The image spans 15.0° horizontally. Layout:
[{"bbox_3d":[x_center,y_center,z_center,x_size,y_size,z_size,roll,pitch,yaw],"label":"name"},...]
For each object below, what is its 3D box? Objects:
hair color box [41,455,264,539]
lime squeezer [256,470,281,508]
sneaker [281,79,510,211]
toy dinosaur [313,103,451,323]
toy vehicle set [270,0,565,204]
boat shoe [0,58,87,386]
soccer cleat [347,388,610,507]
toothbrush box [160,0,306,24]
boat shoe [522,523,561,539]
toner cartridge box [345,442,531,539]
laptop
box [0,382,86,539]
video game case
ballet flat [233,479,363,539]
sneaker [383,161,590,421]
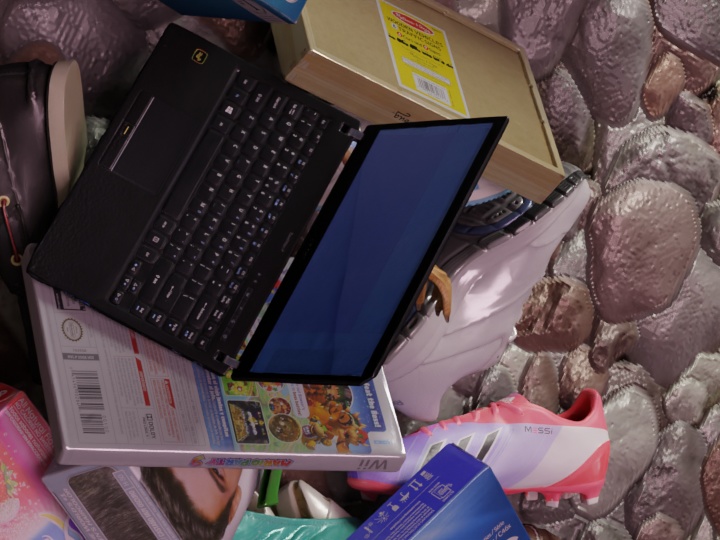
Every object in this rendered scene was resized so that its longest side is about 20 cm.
[{"bbox_3d":[-0.102,0.088,1.577,0.099,0.060,0.200,58,33,-23],"label":"hair color box"},{"bbox_3d":[-0.056,0.038,1.599,0.070,0.038,0.201,-9,80,-28],"label":"lime squeezer"},{"bbox_3d":[0.018,-0.079,1.676,0.199,0.076,0.081,-2,98,-32],"label":"sneaker"},{"bbox_3d":[0.000,0.000,1.628,0.106,0.060,0.200,3,129,-23],"label":"toy dinosaur"},{"bbox_3d":[0.030,-0.126,1.653,0.200,0.124,0.027,24,124,-31],"label":"toy vehicle set"},{"bbox_3d":[-0.188,-0.024,1.574,0.063,0.074,0.202,-1,112,6],"label":"boat shoe"},{"bbox_3d":[0.076,0.113,1.746,0.199,0.067,0.077,2,90,-33],"label":"soccer cleat"},{"bbox_3d":[-0.126,-0.224,1.529,0.200,0.146,0.086,30,81,-29],"label":"toothbrush box"},{"bbox_3d":[0.101,0.265,1.777,0.072,0.072,0.201,6,94,-32],"label":"boat shoe"},{"bbox_3d":[0.015,0.207,1.663,0.200,0.043,0.095,-43,127,-16],"label":"toner cartridge box"},{"bbox_3d":[-0.052,-0.041,1.488,0.200,0.103,0.178,28,67,1],"label":"laptop"},{"bbox_3d":[-0.194,0.164,1.572,0.095,0.103,0.200,-41,114,-19],"label":"box"},{"bbox_3d":[-0.082,0.049,1.521,0.199,0.144,0.018,3,139,-23],"label":"video game case"},{"bbox_3d":[-0.051,0.161,1.672,0.200,0.067,0.071,7,64,-46],"label":"ballet flat"},{"bbox_3d":[0.073,0.010,1.734,0.200,0.074,0.087,-44,129,-11],"label":"sneaker"}]
